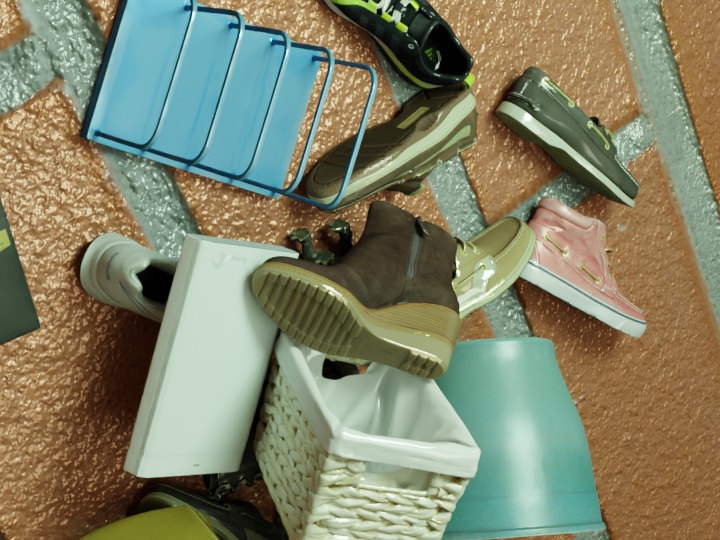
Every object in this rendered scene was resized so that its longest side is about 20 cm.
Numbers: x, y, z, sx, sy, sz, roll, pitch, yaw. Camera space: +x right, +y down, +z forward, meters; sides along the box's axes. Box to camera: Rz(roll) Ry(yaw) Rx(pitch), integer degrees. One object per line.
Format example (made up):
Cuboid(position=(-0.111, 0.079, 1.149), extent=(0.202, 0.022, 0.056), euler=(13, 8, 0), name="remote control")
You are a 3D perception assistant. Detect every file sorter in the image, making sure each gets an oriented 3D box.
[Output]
Cuboid(position=(-0.105, -0.144, 1.225), extent=(0.199, 0.122, 0.140), euler=(16, 92, -36), name="file sorter")

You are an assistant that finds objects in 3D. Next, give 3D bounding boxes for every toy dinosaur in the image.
Cuboid(position=(-0.015, 0.008, 1.369), extent=(0.199, 0.077, 0.103), euler=(-29, 132, -36), name="toy dinosaur")

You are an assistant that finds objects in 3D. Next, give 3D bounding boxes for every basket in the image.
Cuboid(position=(-0.004, 0.150, 1.236), extent=(0.135, 0.200, 0.124), euler=(11, 110, -21), name="basket")

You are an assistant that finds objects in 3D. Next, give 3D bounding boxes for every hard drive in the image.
Cuboid(position=(-0.124, 0.074, 1.230), extent=(0.132, 0.026, 0.201), euler=(7, 101, -56), name="hard drive")

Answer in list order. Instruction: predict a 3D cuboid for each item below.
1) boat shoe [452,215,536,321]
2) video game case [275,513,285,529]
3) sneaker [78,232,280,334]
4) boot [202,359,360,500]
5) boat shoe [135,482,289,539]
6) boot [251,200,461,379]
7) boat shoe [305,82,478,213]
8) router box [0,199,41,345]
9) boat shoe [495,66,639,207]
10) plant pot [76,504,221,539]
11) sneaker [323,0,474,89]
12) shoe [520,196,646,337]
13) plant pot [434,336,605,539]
Cuboid(position=(0.094, 0.004, 1.430), extent=(0.200, 0.074, 0.067), euler=(-42, 119, -25), name="boat shoe")
Cuboid(position=(-0.016, 0.295, 1.458), extent=(0.181, 0.023, 0.201), euler=(13, 94, -36), name="video game case")
Cuboid(position=(-0.145, 0.030, 1.262), extent=(0.199, 0.087, 0.075), euler=(20, 88, -38), name="sneaker")
Cuboid(position=(-0.067, 0.179, 1.354), extent=(0.173, 0.069, 0.201), euler=(-15, 85, -31), name="boot")
Cuboid(position=(-0.118, 0.247, 1.352), extent=(0.200, 0.072, 0.066), euler=(35, 43, -21), name="boat shoe")
Cuboid(position=(0.000, 0.000, 1.282), extent=(0.199, 0.167, 0.072), euler=(26, 131, -19), name="boot")
Cuboid(position=(0.039, -0.100, 1.367), extent=(0.202, 0.075, 0.075), euler=(-34, 124, -24), name="boat shoe")
Cuboid(position=(-0.365, 0.007, 1.123), extent=(0.199, 0.052, 0.158), euler=(-24, 114, -28), name="router box")
Cuboid(position=(0.225, -0.133, 1.488), extent=(0.201, 0.072, 0.061), euler=(33, 86, -33), name="boat shoe")
Cuboid(position=(-0.168, 0.320, 1.235), extent=(0.200, 0.195, 0.195), euler=(-42, 122, -10), name="plant pot")
Cuboid(position=(0.039, -0.237, 1.325), extent=(0.200, 0.083, 0.072), euler=(39, 78, -35), name="sneaker")
Cuboid(position=(0.244, -0.003, 1.534), extent=(0.199, 0.071, 0.091), euler=(27, 92, -32), name="shoe")
Cuboid(position=(0.131, 0.165, 1.422), extent=(0.199, 0.200, 0.190), euler=(3, 79, -35), name="plant pot")
